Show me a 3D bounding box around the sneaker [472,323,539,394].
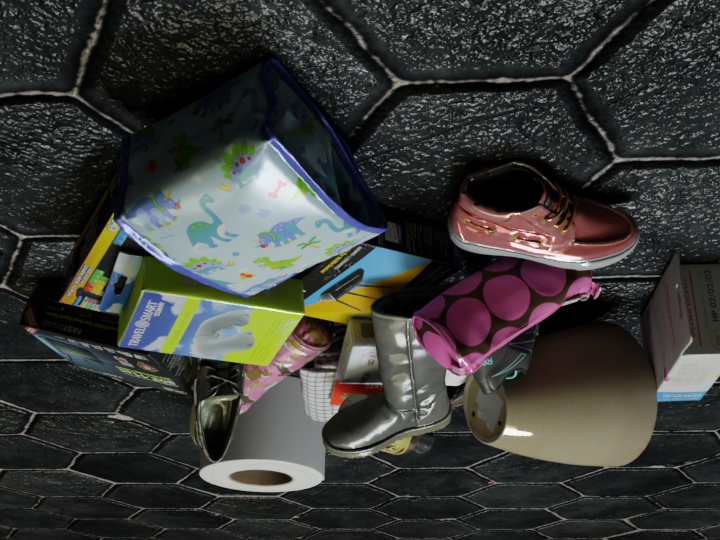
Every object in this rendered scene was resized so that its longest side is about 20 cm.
[{"bbox_3d":[0.172,0.081,1.095,0.075,0.081,0.199,-14,-173,36],"label":"sneaker"}]

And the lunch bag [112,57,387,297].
[{"bbox_3d":[-0.091,-0.063,0.826,0.168,0.129,0.200,-23,137,21],"label":"lunch bag"}]

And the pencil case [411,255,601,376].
[{"bbox_3d":[0.154,0.036,0.974,0.198,0.094,0.091,-31,161,-16],"label":"pencil case"}]

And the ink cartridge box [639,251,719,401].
[{"bbox_3d":[0.393,0.070,1.105,0.067,0.117,0.201,-1,154,4],"label":"ink cartridge box"}]

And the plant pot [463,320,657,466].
[{"bbox_3d":[0.236,0.161,1.166,0.197,0.190,0.187,0,157,-29],"label":"plant pot"}]

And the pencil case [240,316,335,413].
[{"bbox_3d":[-0.121,0.111,1.195,0.086,0.084,0.199,4,145,-48],"label":"pencil case"}]

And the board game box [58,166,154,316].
[{"bbox_3d":[-0.210,-0.017,0.982,0.163,0.057,0.200,17,139,-27],"label":"board game box"}]

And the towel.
[{"bbox_3d":[0.013,0.137,1.288,0.196,0.087,0.167,-4,146,-3],"label":"towel"}]

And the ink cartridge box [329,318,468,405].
[{"bbox_3d":[0.051,0.138,1.181,0.160,0.058,0.202,2,137,-10],"label":"ink cartridge box"}]

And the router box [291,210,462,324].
[{"bbox_3d":[0.000,0.000,1.047,0.147,0.052,0.200,12,152,-27],"label":"router box"}]

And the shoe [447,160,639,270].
[{"bbox_3d":[0.188,-0.054,0.915,0.196,0.073,0.091,5,157,0],"label":"shoe"}]

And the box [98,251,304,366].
[{"bbox_3d":[-0.172,0.044,0.988,0.197,0.048,0.122,10,143,-23],"label":"box"}]

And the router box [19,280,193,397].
[{"bbox_3d":[-0.303,0.089,1.160,0.197,0.063,0.150,11,157,21],"label":"router box"}]

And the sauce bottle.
[{"bbox_3d":[0.042,0.215,1.252,0.064,0.066,0.199,-14,155,28],"label":"sauce bottle"}]

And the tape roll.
[{"bbox_3d":[-0.155,0.265,1.484,0.199,0.141,0.204,1,153,1],"label":"tape roll"}]

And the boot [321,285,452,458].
[{"bbox_3d":[0.030,0.118,1.064,0.179,0.073,0.202,-19,139,-10],"label":"boot"}]

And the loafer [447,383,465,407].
[{"bbox_3d":[0.164,0.161,1.341,0.070,0.074,0.199,20,148,-34],"label":"loafer"}]

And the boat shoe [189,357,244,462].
[{"bbox_3d":[-0.171,0.141,1.128,0.071,0.066,0.204,-3,115,-25],"label":"boat shoe"}]
